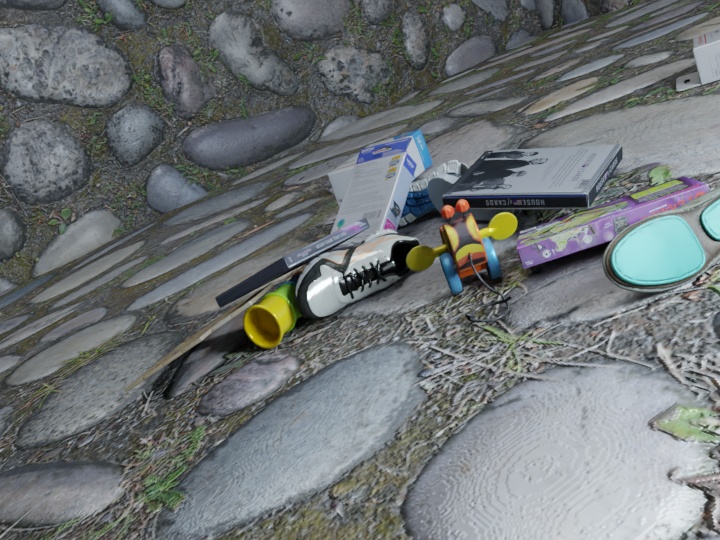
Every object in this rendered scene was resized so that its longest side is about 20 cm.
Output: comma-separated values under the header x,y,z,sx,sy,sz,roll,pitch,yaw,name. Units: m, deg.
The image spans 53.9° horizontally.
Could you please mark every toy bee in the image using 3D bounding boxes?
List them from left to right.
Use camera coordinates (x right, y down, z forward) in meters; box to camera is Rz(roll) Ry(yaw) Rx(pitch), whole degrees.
x,y,z,sx,sy,sz,roll,pitch,yaw,name
0.124,-0.033,0.803,0.129,0.111,0.199,-26,17,-16,toy bee

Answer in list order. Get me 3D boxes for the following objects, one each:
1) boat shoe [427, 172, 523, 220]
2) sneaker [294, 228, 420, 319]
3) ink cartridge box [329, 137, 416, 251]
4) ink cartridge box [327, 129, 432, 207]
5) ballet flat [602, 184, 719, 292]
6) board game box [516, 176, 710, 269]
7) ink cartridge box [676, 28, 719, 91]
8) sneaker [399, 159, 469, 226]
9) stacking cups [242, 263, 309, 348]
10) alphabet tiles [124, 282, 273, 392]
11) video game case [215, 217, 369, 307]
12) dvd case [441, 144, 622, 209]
x,y,z,sx,sy,sz,roll,pitch,yaw,name
0.188,-0.118,1.055,0.090,0.072,0.199,-29,25,-25,boat shoe
0.000,0.000,0.928,0.198,0.075,0.079,-33,22,-29,sneaker
0.022,-0.117,1.147,0.117,0.042,0.204,-7,57,42,ink cartridge box
0.043,-0.213,1.494,0.142,0.086,0.200,-10,22,36,ink cartridge box
0.304,-0.029,0.659,0.196,0.069,0.064,-25,-11,-9,ballet flat
0.269,-0.054,0.777,0.195,0.033,0.120,-19,2,17,board game box
0.654,-0.389,1.249,0.196,0.068,0.116,-13,20,30,ink cartridge box
0.108,-0.122,1.189,0.196,0.077,0.086,-16,-4,27,sneaker
-0.084,0.029,0.971,0.059,0.062,0.200,-12,20,31,stacking cups
-0.207,0.081,0.950,0.198,0.008,0.167,-34,5,15,alphabet tiles
-0.088,-0.013,0.963,0.141,0.019,0.199,-28,1,36,video game case
0.224,-0.123,0.926,0.196,0.025,0.150,4,33,36,dvd case
